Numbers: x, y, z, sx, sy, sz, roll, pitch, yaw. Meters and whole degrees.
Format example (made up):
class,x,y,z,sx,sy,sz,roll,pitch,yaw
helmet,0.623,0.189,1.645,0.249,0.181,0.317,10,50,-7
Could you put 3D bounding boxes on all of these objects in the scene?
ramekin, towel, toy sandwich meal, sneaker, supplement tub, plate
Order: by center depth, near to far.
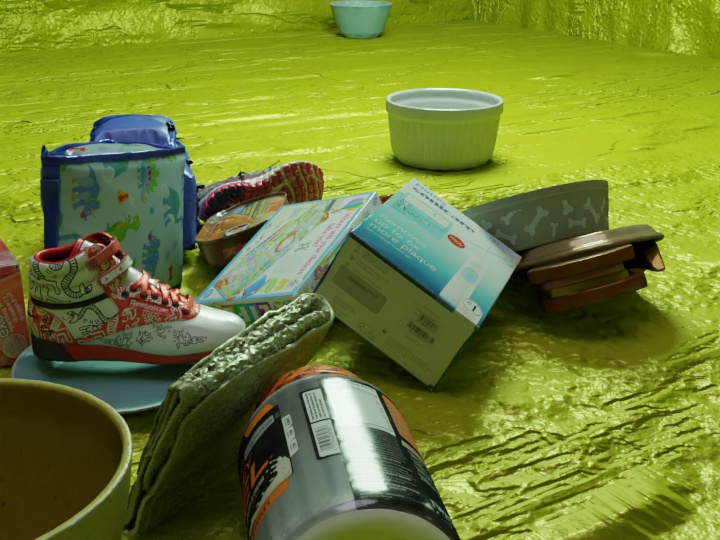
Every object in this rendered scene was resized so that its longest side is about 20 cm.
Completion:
class,x,y,z,sx,sy,sz,roll,pitch,yaw
supplement tub,-0.014,0.146,0.634,0.121,0.124,0.200,-3,20,-10
towel,-0.095,0.103,0.735,0.036,0.149,0.200,35,30,12
sneaker,-0.202,0.023,0.905,0.199,0.109,0.067,-1,20,-4
plate,-0.216,0.091,0.916,0.198,0.026,0.200,0,21,0
toy sandwich meal,0.246,0.003,1.090,0.203,0.071,0.205,-13,-5,-1
sneaker,-0.138,-0.111,1.379,0.199,0.081,0.074,-13,22,-31
ramekin,0.140,-0.241,1.696,0.198,0.106,0.200,1,20,0

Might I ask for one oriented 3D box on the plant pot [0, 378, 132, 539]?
class,x,y,z,sx,sy,sz,roll,pitch,yaw
plant pot,-0.219,0.167,0.543,0.198,0.143,0.200,0,20,0

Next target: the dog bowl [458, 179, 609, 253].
class,x,y,z,sx,sy,sz,roll,pitch,yaw
dog bowl,0.190,-0.047,1.132,0.198,0.059,0.200,-12,-5,-1

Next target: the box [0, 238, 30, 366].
class,x,y,z,sx,sy,sz,roll,pitch,yaw
box,-0.402,0.018,0.997,0.094,0.104,0.200,-11,24,-28

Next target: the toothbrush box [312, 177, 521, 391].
class,x,y,z,sx,sy,sz,roll,pitch,yaw
toothbrush box,0.061,0.006,0.981,0.146,0.086,0.200,37,27,6

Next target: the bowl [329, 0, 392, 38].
class,x,y,z,sx,sy,sz,roll,pitch,yaw
bowl,0.000,-0.804,3.197,0.199,0.106,0.201,1,21,0

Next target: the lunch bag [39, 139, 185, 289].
class,x,y,z,sx,sy,sz,roll,pitch,yaw
lunch bag,-0.272,-0.046,1.043,0.126,0.172,0.200,5,13,12

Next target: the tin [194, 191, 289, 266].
class,x,y,z,sx,sy,sz,roll,pitch,yaw
tin,-0.139,-0.053,1.229,0.111,0.042,0.200,-22,14,6

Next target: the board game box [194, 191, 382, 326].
class,x,y,z,sx,sy,sz,roll,pitch,yaw
board game box,-0.072,-0.012,1.059,0.133,0.034,0.200,-6,31,33

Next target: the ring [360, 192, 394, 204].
class,x,y,z,sx,sy,sz,roll,pitch,yaw
ring,-0.042,-0.056,1.218,0.199,0.019,0.201,-22,12,5

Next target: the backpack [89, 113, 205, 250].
class,x,y,z,sx,sy,sz,roll,pitch,yaw
backpack,-0.280,-0.114,1.268,0.161,0.170,0.200,3,16,-12
